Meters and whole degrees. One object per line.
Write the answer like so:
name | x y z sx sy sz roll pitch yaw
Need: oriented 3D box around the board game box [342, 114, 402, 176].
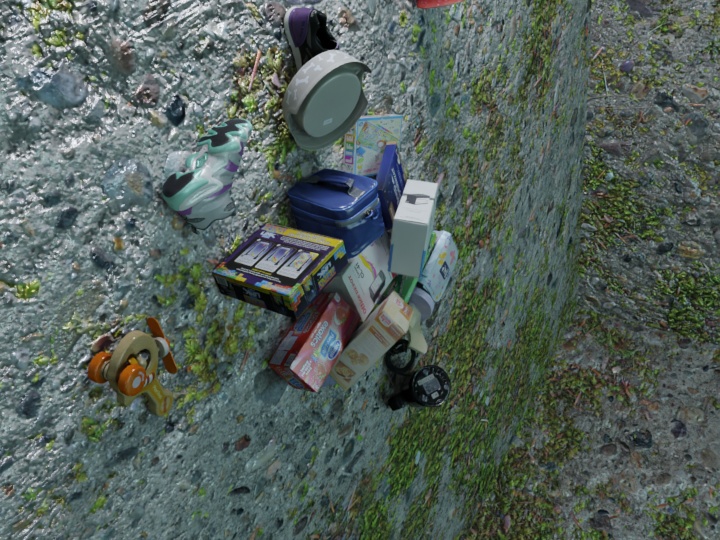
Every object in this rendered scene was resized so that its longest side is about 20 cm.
board game box | 0.031 -0.296 1.421 0.199 0.034 0.138 -22 121 -53

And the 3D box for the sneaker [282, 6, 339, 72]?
sneaker | -0.077 -0.403 1.155 0.076 0.086 0.202 -57 144 -26

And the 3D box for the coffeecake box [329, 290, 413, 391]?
coffeecake box | 0.023 0.157 1.365 0.200 0.073 0.154 -47 -179 19

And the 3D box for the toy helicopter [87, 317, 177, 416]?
toy helicopter | -0.352 0.172 0.997 0.202 0.077 0.134 83 28 -49

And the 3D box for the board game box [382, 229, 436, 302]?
board game box | 0.098 -0.025 1.544 0.203 0.132 0.029 -63 154 -18

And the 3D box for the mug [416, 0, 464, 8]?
mug | 0.176 -0.743 1.415 0.131 0.178 0.204 -19 121 -10

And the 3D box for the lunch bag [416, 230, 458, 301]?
lunch bag | 0.183 0.002 1.639 0.172 0.125 0.201 -61 177 -23

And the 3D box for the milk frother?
milk frother | 0.157 0.313 1.796 0.188 0.176 0.205 116 -34 -74

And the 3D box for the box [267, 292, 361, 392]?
box | -0.100 0.154 1.317 0.096 0.099 0.202 46 61 -27

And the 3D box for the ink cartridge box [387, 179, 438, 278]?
ink cartridge box | 0.126 -0.103 1.423 0.201 0.082 0.148 -68 165 -54

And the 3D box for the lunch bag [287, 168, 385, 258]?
lunch bag | -0.047 -0.125 1.215 0.136 0.197 0.134 -41 132 -34

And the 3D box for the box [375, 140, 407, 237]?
box | 0.067 -0.190 1.409 0.122 0.032 0.203 67 32 -46

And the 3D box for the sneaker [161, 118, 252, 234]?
sneaker | -0.238 -0.151 1.029 0.201 0.077 0.141 -51 143 -19

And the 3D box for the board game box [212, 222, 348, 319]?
board game box | -0.147 -0.005 1.105 0.165 0.197 0.058 -46 136 -36

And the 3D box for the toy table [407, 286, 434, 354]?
toy table | 0.114 0.132 1.613 0.201 0.181 0.119 92 23 -65

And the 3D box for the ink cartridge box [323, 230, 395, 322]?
ink cartridge box | 0.000 0.000 1.422 0.201 0.084 0.149 -55 134 -36

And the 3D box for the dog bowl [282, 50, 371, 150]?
dog bowl | -0.066 -0.330 1.156 0.199 0.059 0.201 -36 159 -16

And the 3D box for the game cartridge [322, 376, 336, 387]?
game cartridge | -0.067 0.183 1.469 0.129 0.038 0.205 0 103 -62

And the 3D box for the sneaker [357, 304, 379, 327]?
sneaker | 0.015 0.143 1.543 0.074 0.106 0.202 0 138 -27
